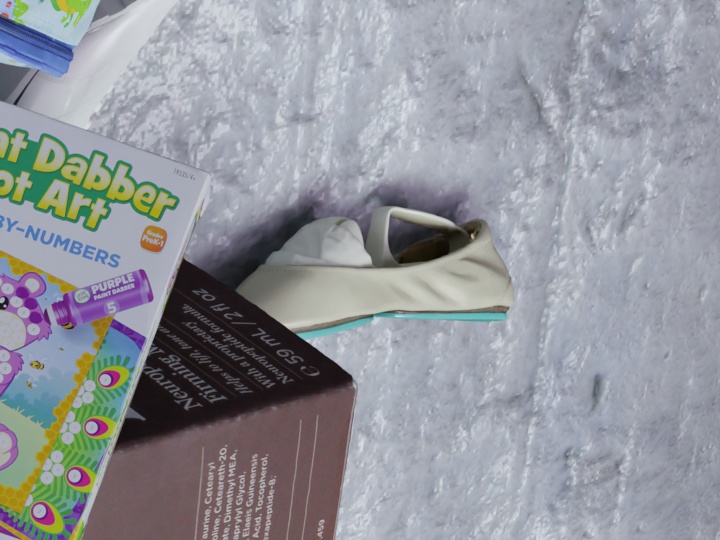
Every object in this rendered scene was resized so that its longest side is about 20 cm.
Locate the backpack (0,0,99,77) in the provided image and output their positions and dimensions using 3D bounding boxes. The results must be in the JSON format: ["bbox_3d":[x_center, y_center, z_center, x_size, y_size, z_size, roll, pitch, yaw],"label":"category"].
[{"bbox_3d":[-0.194,-0.143,1.166,0.183,0.200,0.147,23,94,-49],"label":"backpack"}]

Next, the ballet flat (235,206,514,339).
[{"bbox_3d":[0.000,0.000,1.556,0.200,0.069,0.070,-5,117,-45],"label":"ballet flat"}]

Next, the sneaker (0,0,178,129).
[{"bbox_3d":[-0.138,-0.099,1.359,0.200,0.076,0.081,-44,148,-9],"label":"sneaker"}]

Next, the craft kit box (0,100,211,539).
[{"bbox_3d":[-0.187,0.021,1.252,0.049,0.199,0.198,107,2,-73],"label":"craft kit box"}]

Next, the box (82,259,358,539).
[{"bbox_3d":[-0.133,0.107,1.405,0.200,0.166,0.165,-13,123,-39],"label":"box"}]
